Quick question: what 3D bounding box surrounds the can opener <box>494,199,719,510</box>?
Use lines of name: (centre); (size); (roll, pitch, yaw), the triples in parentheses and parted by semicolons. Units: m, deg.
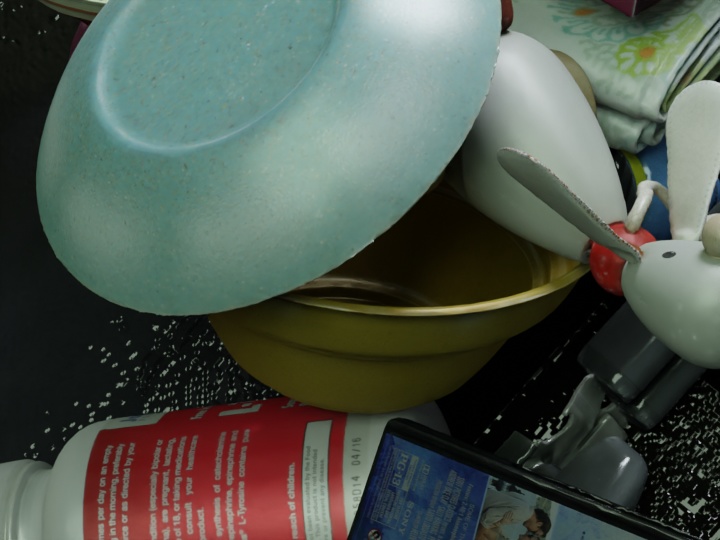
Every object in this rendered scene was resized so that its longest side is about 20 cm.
can opener: (0.123, 0.049, 1.078); (0.066, 0.053, 0.200); (35, 82, 35)

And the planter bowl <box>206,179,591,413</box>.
planter bowl: (0.000, 0.000, 1.038); (0.200, 0.200, 0.084); (19, 122, 21)

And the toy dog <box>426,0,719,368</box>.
toy dog: (0.084, -0.050, 0.960); (0.199, 0.132, 0.097); (23, 124, 27)

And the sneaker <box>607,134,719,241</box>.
sneaker: (0.075, -0.072, 1.136); (0.200, 0.078, 0.066); (39, 124, 33)

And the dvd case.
dvd case: (0.076, 0.156, 0.963); (0.199, 0.018, 0.143); (21, 95, 23)

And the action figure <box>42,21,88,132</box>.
action figure: (-0.095, -0.134, 1.149); (0.133, 0.149, 0.201); (2, 100, -2)

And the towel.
towel: (0.085, -0.142, 1.115); (0.200, 0.048, 0.171); (27, 48, 23)

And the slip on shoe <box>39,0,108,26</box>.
slip on shoe: (-0.048, -0.109, 1.072); (0.199, 0.061, 0.074); (17, 80, 11)

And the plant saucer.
plant saucer: (-0.045, -0.078, 0.965); (0.200, 0.039, 0.202); (-16, 49, 20)

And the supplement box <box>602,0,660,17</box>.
supplement box: (0.137, -0.196, 1.076); (0.110, 0.086, 0.200); (34, 44, 26)

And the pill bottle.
pill bottle: (-0.062, 0.113, 1.080); (0.199, 0.112, 0.113); (-8, 70, 14)
